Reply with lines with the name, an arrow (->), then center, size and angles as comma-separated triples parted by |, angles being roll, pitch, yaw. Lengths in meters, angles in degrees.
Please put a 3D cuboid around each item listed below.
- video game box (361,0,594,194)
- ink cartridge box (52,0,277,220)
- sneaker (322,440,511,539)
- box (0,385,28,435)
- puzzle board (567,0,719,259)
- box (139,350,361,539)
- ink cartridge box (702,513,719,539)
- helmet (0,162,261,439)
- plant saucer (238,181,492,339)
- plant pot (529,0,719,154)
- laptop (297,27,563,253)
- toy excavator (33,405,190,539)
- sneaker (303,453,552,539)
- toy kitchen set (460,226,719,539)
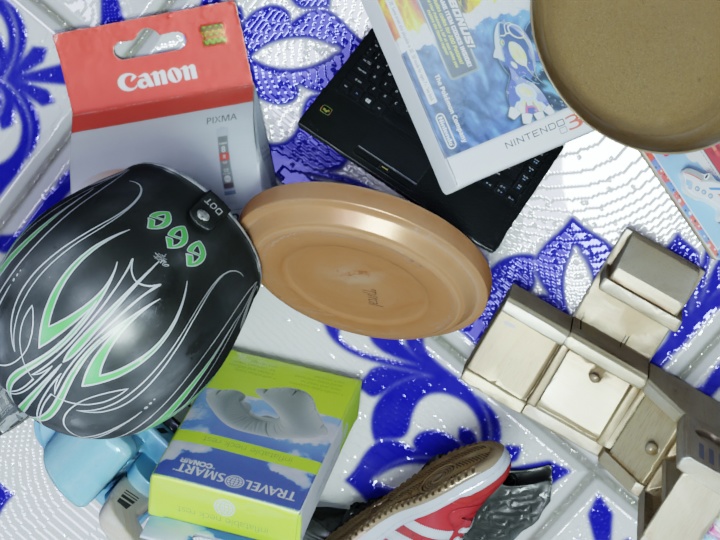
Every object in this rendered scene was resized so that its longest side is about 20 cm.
video game box -> 0.108, -0.181, 1.589 | 0.182, 0.047, 0.200 | -24, 91, -15
ink cartridge box -> -0.156, -0.100, 1.718 | 0.162, 0.050, 0.200 | -9, 104, 14
sneaker -> 0.060, 0.220, 1.678 | 0.200, 0.071, 0.112 | -36, 98, 24
box -> -0.366, 0.058, 1.769 | 0.158, 0.050, 0.200 | -23, 98, 45
puzzle board -> 0.262, -0.130, 1.591 | 0.151, 0.017, 0.200 | -36, 94, -17
box -> -0.083, 0.144, 1.680 | 0.122, 0.200, 0.048 | 13, 124, 9
ink cartridge box -> 0.331, 0.199, 1.630 | 0.145, 0.145, 0.200 | 36, 109, 2
helmet -> -0.187, 0.032, 1.630 | 0.200, 0.191, 0.200 | 31, 150, 21
plant saucer -> 0.000, 0.000, 1.646 | 0.200, 0.200, 0.032 | 12, 63, 10
plant pot -> 0.211, -0.180, 1.560 | 0.200, 0.027, 0.200 | 2, 83, -16
laptop -> 0.085, -0.149, 1.623 | 0.177, 0.200, 0.103 | 34, 144, 4
toy excavator -> -0.189, 0.171, 1.710 | 0.194, 0.200, 0.100 | 43, 109, 1
sneaker -> 0.048, 0.189, 1.738 | 0.200, 0.060, 0.104 | 13, 107, 4
toy kitchen set -> 0.195, 0.078, 1.612 | 0.200, 0.180, 0.163 | 29, 107, 0
